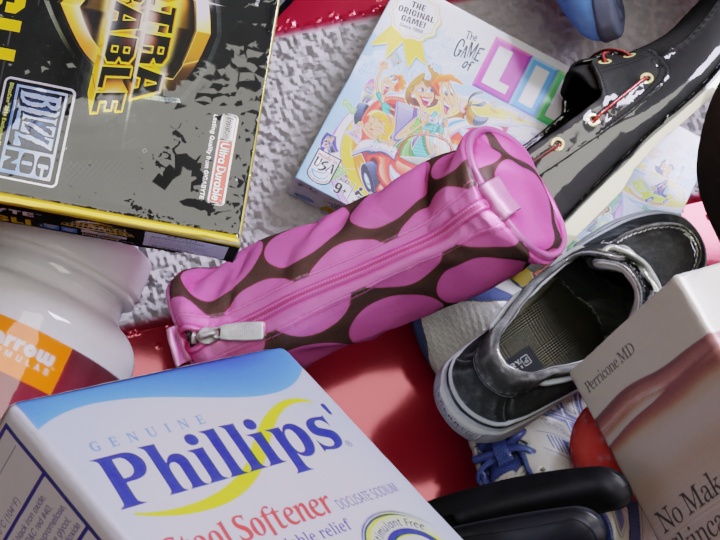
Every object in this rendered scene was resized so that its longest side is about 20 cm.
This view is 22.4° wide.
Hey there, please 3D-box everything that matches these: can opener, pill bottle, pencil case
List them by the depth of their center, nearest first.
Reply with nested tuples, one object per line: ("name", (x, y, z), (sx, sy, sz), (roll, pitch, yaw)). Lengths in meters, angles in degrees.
("can opener", (0.057, 0.130, 0.893), (0.079, 0.200, 0.063), (42, 48, -16))
("pill bottle", (-0.183, 0.070, 0.902), (0.113, 0.113, 0.200), (23, 75, -3))
("pencil case", (0.000, 0.000, 0.915), (0.200, 0.094, 0.091), (-28, 75, 18))

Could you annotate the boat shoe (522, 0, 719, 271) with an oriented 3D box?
("boat shoe", (0.139, -0.090, 0.973), (0.201, 0.074, 0.063), (-45, 95, -11))

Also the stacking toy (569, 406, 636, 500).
("stacking toy", (0.194, 0.088, 0.936), (0.200, 0.085, 0.085), (5, 75, -32))

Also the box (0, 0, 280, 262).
("box", (-0.121, -0.116, 0.867), (0.160, 0.049, 0.200), (10, 76, -5))

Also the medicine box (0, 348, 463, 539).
("medicine box", (-0.054, 0.145, 0.806), (0.200, 0.103, 0.182), (46, 30, 24))

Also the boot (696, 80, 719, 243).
("boot", (0.284, -0.047, 0.984), (0.200, 0.064, 0.186), (-17, 121, -18))

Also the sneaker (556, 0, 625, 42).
("sneaker", (0.095, -0.202, 1.019), (0.078, 0.066, 0.200), (-17, 60, 7))

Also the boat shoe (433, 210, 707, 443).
("boat shoe", (0.123, 0.021, 0.920), (0.072, 0.071, 0.200), (50, 53, 4))

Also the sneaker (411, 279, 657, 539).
("sneaker", (0.089, 0.086, 0.944), (0.200, 0.075, 0.088), (51, 34, 6))

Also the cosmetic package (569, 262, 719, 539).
("cosmetic package", (0.193, 0.101, 0.821), (0.087, 0.103, 0.200), (-13, 65, -33))

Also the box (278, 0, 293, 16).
("box", (-0.126, -0.202, 0.971), (0.200, 0.117, 0.197), (42, 75, 1))

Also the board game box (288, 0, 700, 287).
("board game box", (0.079, -0.057, 1.012), (0.200, 0.034, 0.134), (27, 74, -2))
